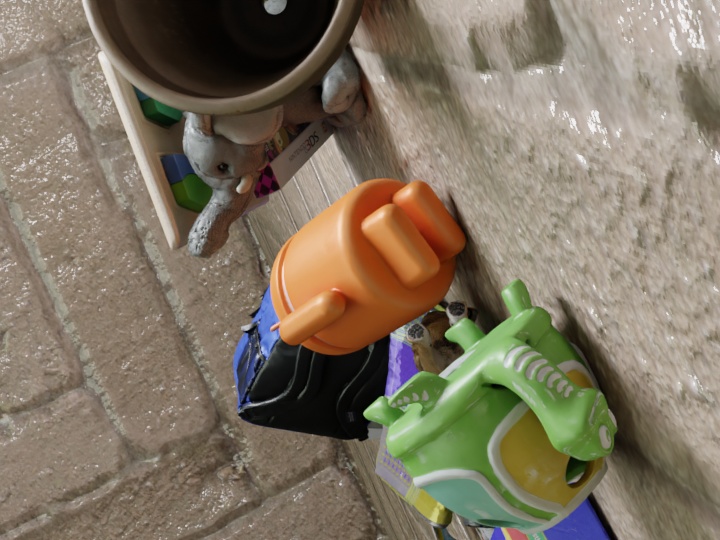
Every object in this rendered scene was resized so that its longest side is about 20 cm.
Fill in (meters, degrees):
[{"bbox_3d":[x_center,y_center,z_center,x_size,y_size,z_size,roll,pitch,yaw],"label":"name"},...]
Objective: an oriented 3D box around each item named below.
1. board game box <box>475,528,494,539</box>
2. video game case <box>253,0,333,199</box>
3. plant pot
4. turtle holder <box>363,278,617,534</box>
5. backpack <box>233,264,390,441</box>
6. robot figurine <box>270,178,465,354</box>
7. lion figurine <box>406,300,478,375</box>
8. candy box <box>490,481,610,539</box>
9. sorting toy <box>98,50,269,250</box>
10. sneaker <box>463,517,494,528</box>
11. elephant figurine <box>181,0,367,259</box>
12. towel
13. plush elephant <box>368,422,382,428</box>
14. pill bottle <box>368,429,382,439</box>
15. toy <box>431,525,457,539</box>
[{"bbox_3d":[0.132,0.231,1.343,0.127,0.034,0.200,63,172,10],"label":"board game box"},{"bbox_3d":[-0.102,-0.195,1.269,0.202,0.035,0.181,67,-157,-16],"label":"video game case"},{"bbox_3d":[-0.083,-0.208,0.939,0.202,0.199,0.175,64,-171,2],"label":"plant pot"},{"bbox_3d":[0.103,0.091,0.826,0.132,0.141,0.185,49,132,1],"label":"turtle holder"},{"bbox_3d":[-0.043,0.058,1.361,0.201,0.161,0.169,120,148,-41],"label":"backpack"},{"bbox_3d":[0.001,-0.001,1.052,0.200,0.116,0.145,-33,45,50],"label":"robot figurine"},{"bbox_3d":[0.100,0.095,1.003,0.201,0.072,0.123,54,175,35],"label":"lion figurine"},{"bbox_3d":[0.175,0.277,1.042,0.200,0.076,0.170,89,156,-69],"label":"candy box"},{"bbox_3d":[-0.155,-0.132,1.205,0.200,0.036,0.187,-37,-71,-63],"label":"sorting toy"},{"bbox_3d":[0.119,0.167,1.138,0.200,0.059,0.106,1,-93,-78],"label":"sneaker"},{"bbox_3d":[-0.103,-0.139,1.122,0.156,0.199,0.142,55,168,20],"label":"elephant figurine"},{"bbox_3d":[0.058,0.130,1.215,0.143,0.023,0.203,-143,56,-58],"label":"towel"},{"bbox_3d":[-0.020,0.103,1.568,0.165,0.197,0.157,-115,21,-63],"label":"plush elephant"},{"bbox_3d":[-0.009,0.146,1.759,0.112,0.110,0.200,69,172,-28],"label":"pill bottle"},{"bbox_3d":[0.103,0.291,1.660,0.115,0.047,0.202,-94,-10,-80],"label":"toy"}]
